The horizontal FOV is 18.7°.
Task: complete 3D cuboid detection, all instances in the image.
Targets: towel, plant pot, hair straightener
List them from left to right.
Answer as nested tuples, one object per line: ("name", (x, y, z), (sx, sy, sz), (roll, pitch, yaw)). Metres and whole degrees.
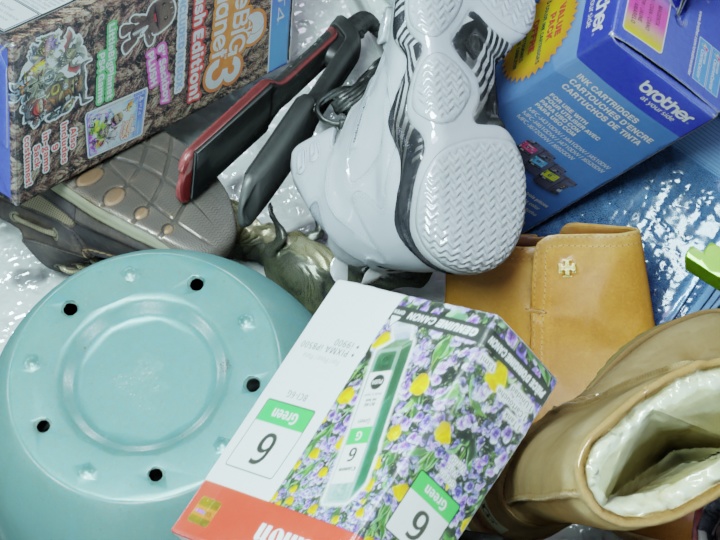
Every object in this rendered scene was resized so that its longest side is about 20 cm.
("plant pot", (-0.088, 0.083, 1.032), (0.200, 0.161, 0.201), (-3, 62, 5))
("hair straightener", (-0.014, -0.081, 1.146), (0.077, 0.041, 0.200), (25, 39, 17))
("towel", (0.170, -0.053, 1.099), (0.112, 0.049, 0.200), (41, 97, 25))

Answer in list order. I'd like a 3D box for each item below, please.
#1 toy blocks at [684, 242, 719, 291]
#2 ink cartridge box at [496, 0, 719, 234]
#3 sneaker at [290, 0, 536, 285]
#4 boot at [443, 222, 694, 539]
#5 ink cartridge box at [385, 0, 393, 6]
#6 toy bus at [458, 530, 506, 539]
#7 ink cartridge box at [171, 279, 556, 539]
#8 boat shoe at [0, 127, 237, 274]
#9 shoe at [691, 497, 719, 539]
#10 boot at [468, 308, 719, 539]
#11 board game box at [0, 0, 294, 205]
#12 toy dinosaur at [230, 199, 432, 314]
("toy blocks", (0.228, -0.029, 1.005), (0.100, 0.200, 0.137), (33, 82, 15))
("ink cartridge box", (0.116, -0.116, 1.088), (0.076, 0.200, 0.137), (34, 50, -24))
("sneaker", (0.021, -0.087, 1.045), (0.075, 0.115, 0.200), (12, 71, -35))
("boot", (0.131, 0.052, 1.039), (0.201, 0.071, 0.144), (7, 103, 16))
("ink cartridge box", (0.050, -0.264, 1.247), (0.200, 0.084, 0.146), (-40, 65, -15))
("toy bus", (0.082, 0.221, 0.925), (0.136, 0.200, 0.192), (14, 73, 13))
("ink cartridge box", (-0.017, 0.102, 0.899), (0.109, 0.050, 0.200), (12, 62, 51))
("boat shoe", (-0.145, -0.040, 1.155), (0.200, 0.073, 0.074), (31, 45, 29))
("shoe", (0.235, 0.093, 0.875), (0.200, 0.091, 0.072), (-22, 58, 26))
("boot", (0.134, 0.061, 0.904), (0.175, 0.200, 0.066), (-34, 88, -16))
("board game box", (-0.158, -0.145, 1.148), (0.159, 0.097, 0.200), (32, 45, 30))
("toy dinosaur", (0.000, 0.000, 1.125), (0.200, 0.047, 0.088), (40, 109, 22))
